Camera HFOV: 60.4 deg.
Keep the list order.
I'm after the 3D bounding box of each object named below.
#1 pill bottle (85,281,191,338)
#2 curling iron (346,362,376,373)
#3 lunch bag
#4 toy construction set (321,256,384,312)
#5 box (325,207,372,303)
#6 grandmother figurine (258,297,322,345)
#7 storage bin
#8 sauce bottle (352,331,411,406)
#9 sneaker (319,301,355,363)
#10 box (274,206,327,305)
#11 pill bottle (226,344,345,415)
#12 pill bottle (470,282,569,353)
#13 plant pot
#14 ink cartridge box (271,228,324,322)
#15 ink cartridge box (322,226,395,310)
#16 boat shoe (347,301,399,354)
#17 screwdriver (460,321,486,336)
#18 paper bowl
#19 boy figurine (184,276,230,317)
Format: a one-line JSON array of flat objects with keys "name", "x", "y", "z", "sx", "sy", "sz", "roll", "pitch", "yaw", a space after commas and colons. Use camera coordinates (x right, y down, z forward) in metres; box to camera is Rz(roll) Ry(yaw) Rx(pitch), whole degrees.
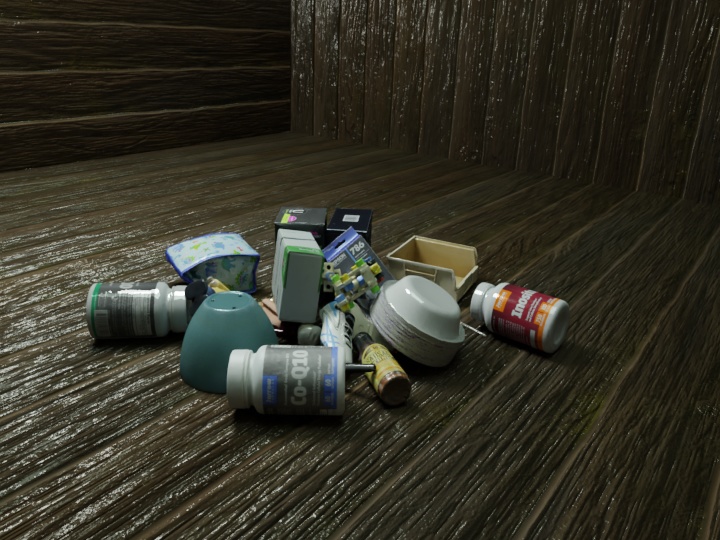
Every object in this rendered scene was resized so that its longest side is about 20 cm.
[{"name": "pill bottle", "x": -0.456, "y": 0.082, "z": 1.289, "sx": 0.193, "sy": 0.117, "sz": 0.114, "roll": 0, "pitch": 20, "yaw": -9}, {"name": "curling iron", "x": -0.062, "y": 0.184, "z": 1.140, "sx": 0.194, "sy": 0.026, "sz": 0.049, "roll": -3, "pitch": 3, "yaw": 22}, {"name": "lunch bag", "x": -0.370, "y": -0.015, "z": 1.535, "sx": 0.195, "sy": 0.131, "sz": 0.169, "roll": 1, "pitch": 18, "yaw": -33}, {"name": "toy construction set", "x": -0.022, "y": 0.024, "z": 1.290, "sx": 0.130, "sy": 0.094, "sz": 0.199, "roll": -34, "pitch": 17, "yaw": -13}, {"name": "box", "x": -0.027, "y": -0.041, "z": 1.560, "sx": 0.101, "sy": 0.188, "sz": 0.201, "roll": 3, "pitch": 20, "yaw": 4}, {"name": "grandmother figurine", "x": -0.154, "y": 0.113, "z": 1.326, "sx": 0.120, "sy": 0.062, "sz": 0.197, "roll": -27, "pitch": 32, "yaw": -35}, {"name": "storage bin", "x": 0.191, "y": -0.004, "z": 1.615, "sx": 0.193, "sy": 0.097, "sz": 0.199, "roll": 12, "pitch": 22, "yaw": 24}, {"name": "sauce bottle", "x": 0.032, "y": 0.177, "z": 1.168, "sx": 0.064, "sy": 0.068, "sz": 0.200, "roll": -5, "pitch": 22, "yaw": -20}, {"name": "sneaker", "x": -0.041, "y": 0.125, "z": 1.239, "sx": 0.072, "sy": 0.072, "sz": 0.202, "roll": -34, "pitch": 31, "yaw": 11}, {"name": "box", "x": -0.143, "y": -0.038, "z": 1.513, "sx": 0.120, "sy": 0.206, "sz": 0.149, "roll": 2, "pitch": 20, "yaw": -1}, {"name": "pill bottle", "x": -0.123, "y": 0.186, "z": 1.054, "sx": 0.193, "sy": 0.117, "sz": 0.114, "roll": 1, "pitch": 20, "yaw": -2}, {"name": "pill bottle", "x": 0.344, "y": 0.095, "z": 1.349, "sx": 0.196, "sy": 0.116, "sz": 0.112, "roll": 18, "pitch": 26, "yaw": 37}, {"name": "plant pot", "x": -0.249, "y": 0.121, "z": 1.182, "sx": 0.193, "sy": 0.139, "sz": 0.201, "roll": 2, "pitch": 21, "yaw": -1}, {"name": "ink cartridge box", "x": -0.139, "y": 0.006, "z": 1.337, "sx": 0.080, "sy": 0.151, "sz": 0.200, "roll": 5, "pitch": 16, "yaw": -15}, {"name": "ink cartridge box", "x": 0.000, "y": 0.000, "z": 1.393, "sx": 0.099, "sy": 0.201, "sz": 0.039, "roll": -38, "pitch": -15, "yaw": -4}, {"name": "boat shoe", "x": 0.019, "y": 0.119, "z": 1.312, "sx": 0.062, "sy": 0.073, "sz": 0.198, "roll": 8, "pitch": 14, "yaw": -47}, {"name": "screwdriver", "x": 0.207, "y": 0.105, "z": 1.370, "sx": 0.029, "sy": 0.028, "sz": 0.197, "roll": -44, "pitch": 39, "yaw": -23}, {"name": "paper bowl", "x": 0.123, "y": 0.089, "z": 1.250, "sx": 0.196, "sy": 0.106, "sz": 0.202, "roll": 25, "pitch": 22, "yaw": -11}, {"name": "boy figurine", "x": -0.296, "y": 0.078, "z": 1.334, "sx": 0.063, "sy": 0.127, "sz": 0.199, "roll": -25, "pitch": -19, "yaw": 15}]
